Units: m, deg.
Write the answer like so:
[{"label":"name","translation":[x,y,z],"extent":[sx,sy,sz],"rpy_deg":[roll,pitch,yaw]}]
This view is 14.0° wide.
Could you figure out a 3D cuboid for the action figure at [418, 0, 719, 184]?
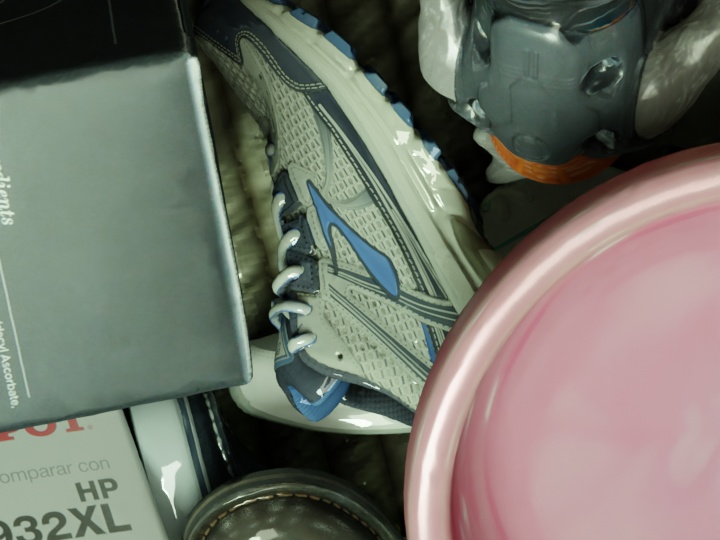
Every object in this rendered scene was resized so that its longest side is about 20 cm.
[{"label":"action figure","translation":[0.028,-0.091,0.838],"extent":[0.199,0.105,0.194],"rpy_deg":[10,149,21]}]

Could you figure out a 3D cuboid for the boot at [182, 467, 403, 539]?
[{"label":"boot","translation":[0.003,0.178,0.895],"extent":[0.069,0.175,0.201],"rpy_deg":[-17,125,4]}]

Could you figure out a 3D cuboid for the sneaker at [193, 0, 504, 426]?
[{"label":"sneaker","translation":[0.000,0.000,0.898],"extent":[0.085,0.077,0.200],"rpy_deg":[-37,75,1]}]

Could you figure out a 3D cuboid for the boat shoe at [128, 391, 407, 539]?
[{"label":"boat shoe","translation":[-0.008,0.104,0.995],"extent":[0.090,0.071,0.201],"rpy_deg":[-22,123,2]}]

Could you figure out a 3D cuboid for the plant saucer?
[{"label":"plant saucer","translation":[0.109,0.053,0.840],"extent":[0.199,0.051,0.202],"rpy_deg":[-3,112,-7]}]

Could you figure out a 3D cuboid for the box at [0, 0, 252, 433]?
[{"label":"box","translation":[-0.142,-0.026,0.870],"extent":[0.199,0.149,0.108],"rpy_deg":[-11,116,-2]}]

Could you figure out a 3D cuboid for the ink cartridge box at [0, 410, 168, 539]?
[{"label":"ink cartridge box","translation":[-0.122,0.138,0.897],"extent":[0.144,0.201,0.084],"rpy_deg":[-8,146,-23]}]

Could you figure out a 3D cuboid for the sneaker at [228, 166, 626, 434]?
[{"label":"sneaker","translation":[0.051,0.003,0.963],"extent":[0.199,0.070,0.081],"rpy_deg":[-13,100,-5]}]

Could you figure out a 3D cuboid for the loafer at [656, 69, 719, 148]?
[{"label":"loafer","translation":[0.115,-0.077,0.933],"extent":[0.199,0.063,0.072],"rpy_deg":[23,122,1]}]
